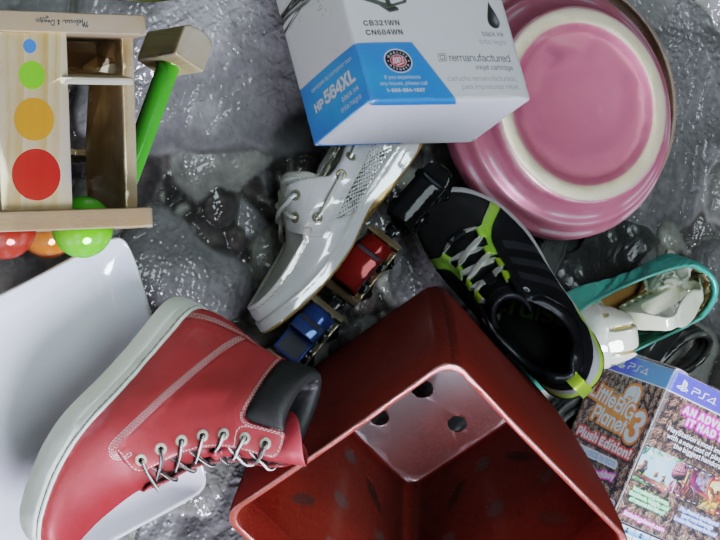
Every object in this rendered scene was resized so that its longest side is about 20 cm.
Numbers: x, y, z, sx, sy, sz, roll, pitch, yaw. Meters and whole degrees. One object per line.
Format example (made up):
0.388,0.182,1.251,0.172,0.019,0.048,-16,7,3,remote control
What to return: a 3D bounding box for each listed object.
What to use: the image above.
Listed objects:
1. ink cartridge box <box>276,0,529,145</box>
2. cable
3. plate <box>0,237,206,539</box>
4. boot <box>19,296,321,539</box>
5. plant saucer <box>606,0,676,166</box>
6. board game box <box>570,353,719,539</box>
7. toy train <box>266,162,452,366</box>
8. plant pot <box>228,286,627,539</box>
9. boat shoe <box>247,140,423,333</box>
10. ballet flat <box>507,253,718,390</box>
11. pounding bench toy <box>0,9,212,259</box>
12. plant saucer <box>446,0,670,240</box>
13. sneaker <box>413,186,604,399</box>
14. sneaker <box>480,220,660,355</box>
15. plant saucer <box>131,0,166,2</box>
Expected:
0.021,-0.198,1.491,0.146,0.084,0.200,-5,73,-34,ink cartridge box
0.219,0.082,1.687,0.200,0.050,0.097,-47,128,-11,cable
-0.216,0.102,1.386,0.200,0.032,0.200,-28,111,-30,plate
-0.119,0.124,1.346,0.200,0.144,0.072,-53,153,-19,boot
0.158,-0.134,1.630,0.200,0.037,0.201,3,84,-25,plant saucer
0.240,0.184,1.630,0.159,0.097,0.200,26,87,-30,board game box
0.000,0.000,1.503,0.034,0.046,0.200,39,84,6,toy train
0.047,0.132,1.457,0.200,0.200,0.176,46,21,-23,plant pot
-0.033,-0.046,1.502,0.069,0.071,0.200,40,67,-15,boat shoe
0.202,0.037,1.579,0.200,0.070,0.067,-26,109,-33,ballet flat
-0.189,-0.086,1.364,0.200,0.124,0.156,-3,91,-33,pounding bench toy
0.161,-0.125,1.584,0.200,0.051,0.201,2,85,-24,plant saucer
0.110,0.011,1.507,0.072,0.083,0.200,-44,74,7,sneaker
0.159,0.035,1.624,0.104,0.060,0.200,32,68,-23,sneaker
-0.142,-0.282,1.407,0.200,0.031,0.200,-4,106,-14,plant saucer
